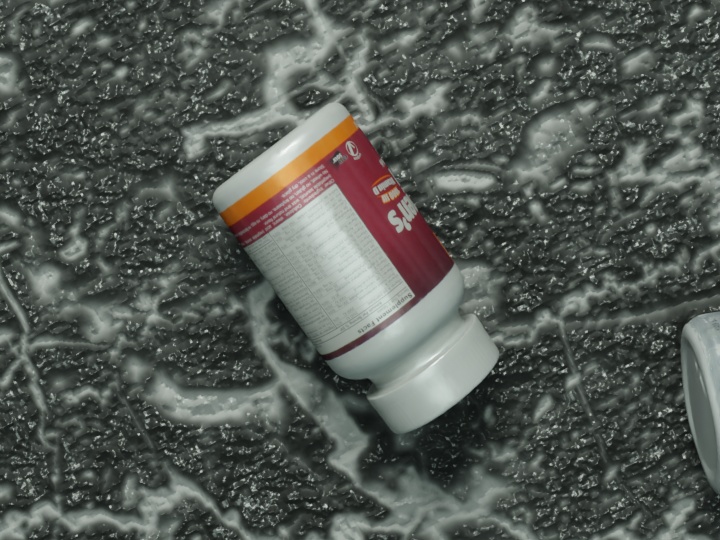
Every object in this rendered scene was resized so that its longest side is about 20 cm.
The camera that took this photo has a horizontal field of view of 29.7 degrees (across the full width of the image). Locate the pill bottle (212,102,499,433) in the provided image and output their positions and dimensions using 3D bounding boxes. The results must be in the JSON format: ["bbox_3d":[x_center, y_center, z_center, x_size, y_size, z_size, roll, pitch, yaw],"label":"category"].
[{"bbox_3d":[0.000,0.000,0.898,0.109,0.110,0.201,-35,97,7],"label":"pill bottle"}]

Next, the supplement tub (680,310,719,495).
[{"bbox_3d":[0.320,0.074,0.894,0.197,0.123,0.124,-10,99,4],"label":"supplement tub"}]
